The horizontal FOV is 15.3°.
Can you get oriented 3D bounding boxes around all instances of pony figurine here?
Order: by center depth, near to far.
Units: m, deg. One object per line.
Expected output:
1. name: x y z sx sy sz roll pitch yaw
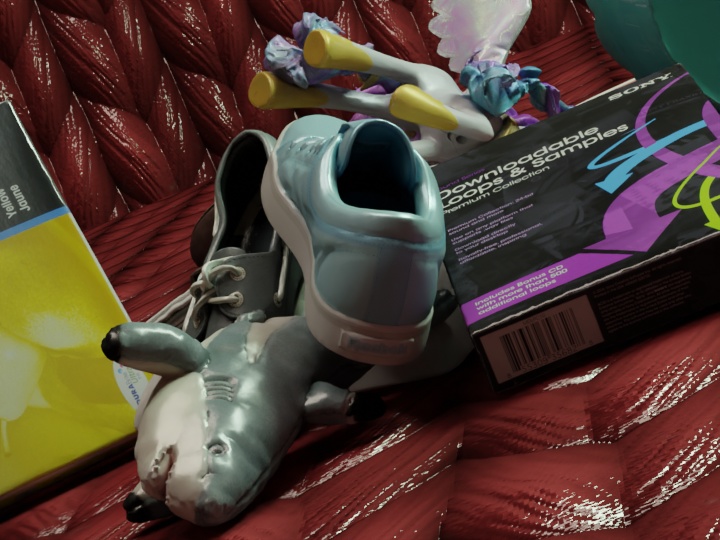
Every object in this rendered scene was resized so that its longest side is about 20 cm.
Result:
1. pony figurine: 0.042 -0.093 1.543 0.200 0.167 0.193 8 24 -36

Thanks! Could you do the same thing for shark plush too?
1. shark plush: -0.026 0.062 1.163 0.083 0.091 0.200 14 17 38

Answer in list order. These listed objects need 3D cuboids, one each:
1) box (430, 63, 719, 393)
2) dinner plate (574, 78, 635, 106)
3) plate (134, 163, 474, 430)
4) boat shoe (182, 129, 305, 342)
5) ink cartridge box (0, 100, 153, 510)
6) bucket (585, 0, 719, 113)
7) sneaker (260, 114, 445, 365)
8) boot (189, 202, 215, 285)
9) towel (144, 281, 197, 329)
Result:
1. box: 0.105 -0.024 1.197 0.143 0.036 0.200 -23 21 2
2. dinner plate: 0.221 -0.128 1.944 0.200 0.024 0.200 -23 6 2
3. plate: 0.000 0.000 1.340 0.200 0.032 0.200 -11 26 35
4. boat shoe: -0.062 0.014 1.262 0.073 0.062 0.200 -17 37 32
5. ink cartridge box: -0.225 0.034 1.371 0.200 0.198 0.047 -25 -13 -24
6. bucket: 0.238 -0.178 1.558 0.207 0.207 0.135 -23 10 -2
7. sneaker: 0.005 -0.037 1.200 0.074 0.082 0.200 8 26 -17
8. boot: -0.073 -0.020 1.840 0.200 0.072 0.166 -14 8 34
9. towel: -0.085 0.020 1.614 0.149 0.031 0.200 -37 0 14
